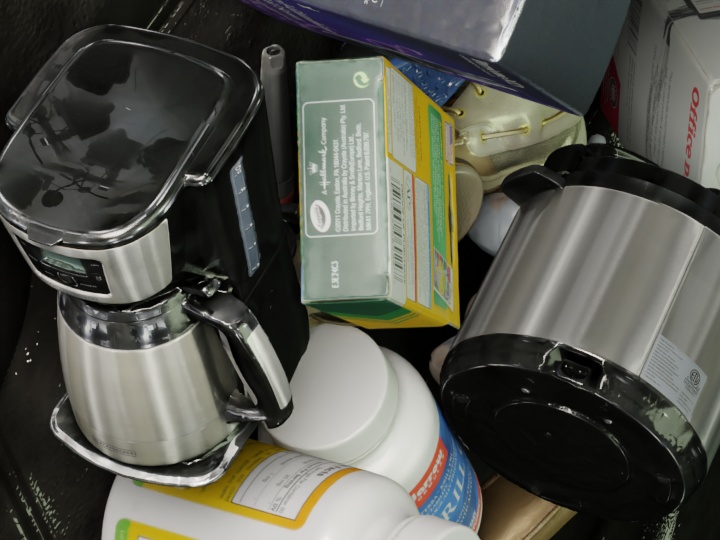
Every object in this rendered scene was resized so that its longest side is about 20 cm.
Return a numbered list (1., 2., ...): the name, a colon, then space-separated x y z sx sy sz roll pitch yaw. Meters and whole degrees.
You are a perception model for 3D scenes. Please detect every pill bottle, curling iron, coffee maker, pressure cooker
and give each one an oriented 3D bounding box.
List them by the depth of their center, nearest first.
1. coffee maker: -0.101 -0.025 1.440 0.201 0.134 0.193 82 10 -48
2. pill bottle: -0.035 0.158 1.573 0.111 0.199 0.112 -25 121 -51
3. curling iron: -0.044 -0.054 1.623 0.050 0.025 0.201 -47 148 -29
4. pressure cooker: 0.160 0.029 1.726 0.201 0.178 0.176 -63 154 -27
5. pill bottle: 0.001 0.112 1.737 0.113 0.112 0.200 -62 154 -17

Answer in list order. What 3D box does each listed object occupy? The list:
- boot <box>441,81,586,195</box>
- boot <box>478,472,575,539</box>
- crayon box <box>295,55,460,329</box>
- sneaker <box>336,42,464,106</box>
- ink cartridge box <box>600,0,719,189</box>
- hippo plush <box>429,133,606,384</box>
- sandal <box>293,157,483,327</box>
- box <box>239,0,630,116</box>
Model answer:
1. boot: 0.069 -0.126 1.750 0.199 0.072 0.156 -6 104 -44
2. boot: 0.105 0.147 1.971 0.200 0.066 0.175 -42 -170 5
3. crayon box: 0.011 -0.036 1.552 0.200 0.051 0.127 26 62 -76
4. sneaker: 0.030 -0.147 1.673 0.200 0.078 0.070 -41 151 -11
5. ink cartridge box: 0.235 -0.123 1.946 0.083 0.200 0.146 -8 127 -13
6. hippo plush: 0.140 0.005 1.873 0.160 0.199 0.162 -85 170 -63
7. sandal: 0.000 0.000 1.649 0.199 0.054 0.081 -27 139 -34
8. box: 0.026 -0.167 1.477 0.148 0.199 0.105 20 89 -65
